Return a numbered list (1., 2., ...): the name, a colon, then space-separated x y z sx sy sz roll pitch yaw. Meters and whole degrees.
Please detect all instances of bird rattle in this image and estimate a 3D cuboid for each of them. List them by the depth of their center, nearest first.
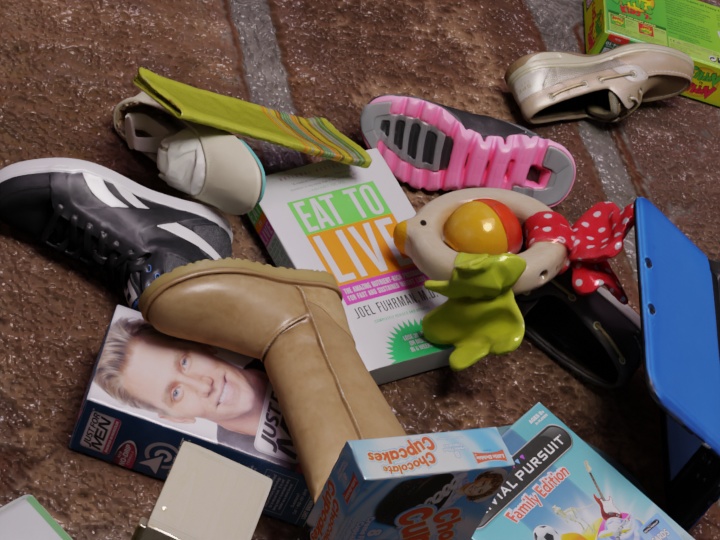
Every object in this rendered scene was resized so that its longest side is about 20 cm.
1. bird rattle: 0.119 -0.023 1.637 0.199 0.113 0.163 -32 49 -26

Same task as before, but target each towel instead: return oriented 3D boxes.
1. towel: -0.085 -0.123 1.657 0.199 0.018 0.086 13 16 -40

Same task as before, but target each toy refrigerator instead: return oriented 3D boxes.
1. toy refrigerator: -0.126 0.204 1.306 0.070 0.201 0.076 24 44 -2

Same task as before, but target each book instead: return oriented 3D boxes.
1. book: 0.000 0.000 1.678 0.133 0.048 0.201 -14 60 -34

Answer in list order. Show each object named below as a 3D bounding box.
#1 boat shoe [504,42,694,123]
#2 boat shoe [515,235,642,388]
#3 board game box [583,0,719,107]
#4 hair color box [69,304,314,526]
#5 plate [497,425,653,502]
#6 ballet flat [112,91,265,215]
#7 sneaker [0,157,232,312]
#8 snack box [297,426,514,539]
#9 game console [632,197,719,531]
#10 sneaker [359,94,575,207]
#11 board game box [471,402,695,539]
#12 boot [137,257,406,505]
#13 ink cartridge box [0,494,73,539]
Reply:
1. boat shoe: 0.234 -0.170 1.933 0.199 0.072 0.065 -4 60 -26
2. boat shoe: 0.152 0.022 1.706 0.201 0.072 0.061 35 40 5
3. board game box: 0.324 -0.226 2.041 0.199 0.048 0.102 16 44 -12
4. hair color box: -0.105 0.110 1.508 0.199 0.061 0.100 19 43 -8
5. plate: 0.157 0.196 1.580 0.199 0.026 0.201 14 44 -14
6. ballet flat: -0.146 -0.096 1.647 0.069 0.070 0.200 -5 25 -29
7. sneaker: -0.192 -0.015 1.573 0.199 0.073 0.112 13 44 -17
8. snack box: 0.016 0.185 1.392 0.115 0.201 0.037 -3 49 -28
9. game console: 0.238 0.076 1.615 0.118 0.171 0.201 15 49 -13
10. sneaker: 0.092 -0.114 1.819 0.199 0.079 0.096 18 22 -11
11. board game box: 0.158 0.210 1.515 0.200 0.047 0.151 41 46 14
12. boot: -0.053 0.085 1.464 0.174 0.066 0.201 -2 50 -28
13. ink cartridge box: -0.206 0.257 1.220 0.145 0.201 0.087 43 42 17
